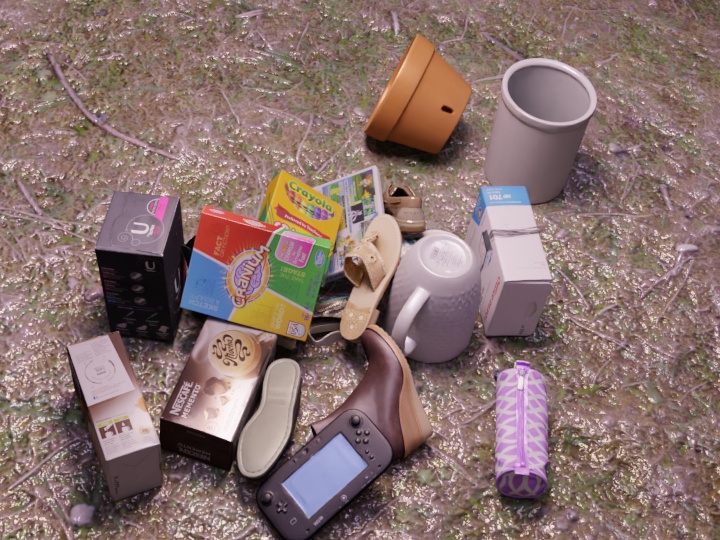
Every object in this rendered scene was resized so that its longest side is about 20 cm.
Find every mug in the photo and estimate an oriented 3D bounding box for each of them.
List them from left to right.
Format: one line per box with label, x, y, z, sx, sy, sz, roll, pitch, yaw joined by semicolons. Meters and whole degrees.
mug;0.105;0.049;1.723;0.146;0.177;0.200;29;52;16

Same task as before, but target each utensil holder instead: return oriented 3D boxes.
utensil holder;0.313;-0.244;1.982;0.167;0.202;0.172;5;49;-6

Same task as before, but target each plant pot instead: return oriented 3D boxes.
plant pot;0.112;-0.305;2.022;0.139;0.201;0.202;29;50;-5

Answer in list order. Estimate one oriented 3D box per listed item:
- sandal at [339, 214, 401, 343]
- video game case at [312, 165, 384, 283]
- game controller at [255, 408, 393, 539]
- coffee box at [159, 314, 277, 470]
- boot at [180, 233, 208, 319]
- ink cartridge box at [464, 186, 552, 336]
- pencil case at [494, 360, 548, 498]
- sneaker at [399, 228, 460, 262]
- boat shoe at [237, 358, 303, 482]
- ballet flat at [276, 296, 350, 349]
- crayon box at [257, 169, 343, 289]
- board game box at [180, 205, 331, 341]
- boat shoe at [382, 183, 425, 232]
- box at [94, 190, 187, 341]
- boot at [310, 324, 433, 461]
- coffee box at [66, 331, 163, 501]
sandal;0.005;0.000;1.713;0.077;0.069;0.215;5;72;35
video game case;-0.044;-0.069;1.846;0.180;0.022;0.202;-19;49;15
game controller;-0.049;0.288;1.556;0.199;0.042;0.104;-40;62;-11
coffee box;-0.208;0.176;1.633;0.111;0.080;0.202;18;50;5
boot;-0.198;-0.032;1.761;0.077;0.140;0.200;20;47;28
ink cartridge box;0.238;-0.016;1.816;0.084;0.148;0.202;0;50;-10
pencil case;0.240;0.236;1.649;0.082;0.086;0.202;6;51;-1
sneaker;0.075;-0.020;1.827;0.196;0.071;0.094;7;37;12
boat shoe;-0.125;0.226;1.616;0.070;0.061;0.203;7;49;13
ballet flat;-0.086;0.086;1.737;0.197;0.068;0.076;-6;54;-18
crayon box;-0.101;-0.070;1.764;0.126;0.051;0.202;29;49;-20
board game box;-0.156;0.006;1.657;0.197;0.155;0.040;15;16;-3
boat shoe;0.069;-0.113;1.868;0.070;0.066;0.200;-2;14;-15
box;-0.327;-0.005;1.684;0.104;0.202;0.124;6;49;2
boot;0.000;0.193;1.636;0.164;0.073;0.202;-21;74;-19
coffee box;-0.346;0.203;1.567;0.079;0.115;0.201;-16;55;-20
